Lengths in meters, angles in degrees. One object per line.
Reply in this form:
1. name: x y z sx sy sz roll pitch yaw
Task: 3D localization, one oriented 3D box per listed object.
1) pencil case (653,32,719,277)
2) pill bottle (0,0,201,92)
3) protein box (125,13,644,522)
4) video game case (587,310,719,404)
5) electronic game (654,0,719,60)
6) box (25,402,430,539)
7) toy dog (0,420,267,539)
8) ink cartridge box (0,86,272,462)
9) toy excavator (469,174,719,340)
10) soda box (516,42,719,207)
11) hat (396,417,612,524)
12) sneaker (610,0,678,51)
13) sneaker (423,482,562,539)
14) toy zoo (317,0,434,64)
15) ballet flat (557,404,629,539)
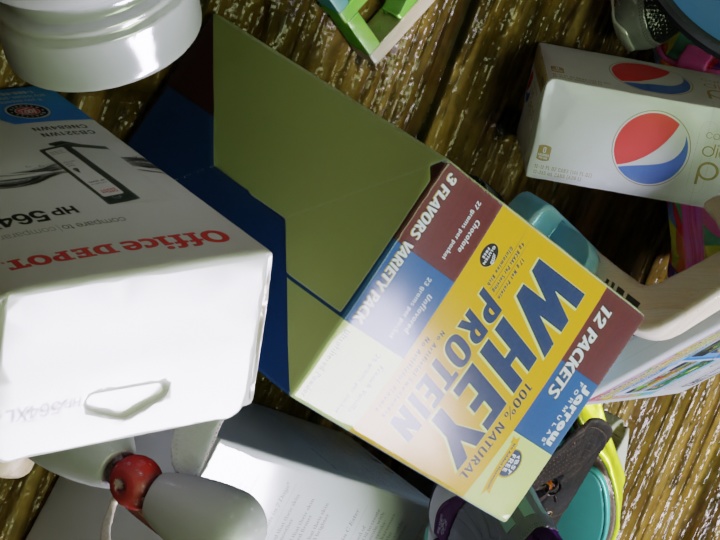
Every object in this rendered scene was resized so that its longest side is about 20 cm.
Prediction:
1. pencil case: 0.230 -0.066 1.453 0.088 0.088 0.201 -29 129 -26
2. pill bottle: -0.135 -0.189 1.023 0.114 0.114 0.201 -31 132 -25
3. protein box: 0.000 0.000 1.197 0.135 0.198 0.200 -55 138 1
4. video game case: 0.238 0.025 1.384 0.199 0.024 0.182 -31 165 25
5. electronic game: 0.254 -0.206 1.321 0.200 0.200 0.042 -50 168 -7
6. box: -0.069 0.147 1.297 0.200 0.097 0.125 23 98 -48
7. toy dog: -0.121 0.087 1.170 0.132 0.200 0.096 -47 161 27
8. ink cartridge box: -0.155 -0.005 1.051 0.145 0.200 0.085 -10 121 -38
9. toy excavator: 0.125 0.016 1.317 0.195 0.200 0.100 -52 138 -2
10. soda box: 0.195 -0.078 1.348 0.199 0.068 0.064 9 113 -5
11. hat: 0.062 0.145 1.414 0.201 0.081 0.201 -43 163 -17
12. sneaker: 0.228 -0.203 1.374 0.200 0.077 0.078 -45 138 -11
13. sneaker: 0.070 0.191 1.291 0.074 0.088 0.201 -19 142 -22
14. toy zoo: 0.002 -0.216 1.199 0.131 0.020 0.200 -48 137 -9
15. ballet flat: 0.143 0.103 1.493 0.067 0.067 0.201 -49 138 -29
